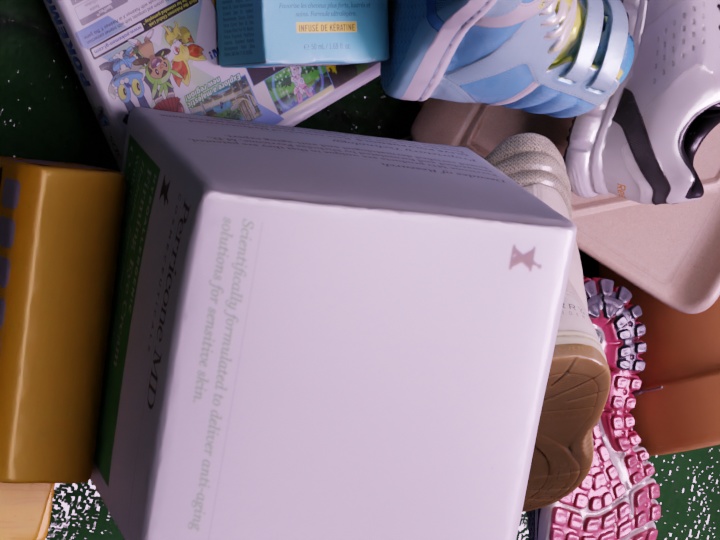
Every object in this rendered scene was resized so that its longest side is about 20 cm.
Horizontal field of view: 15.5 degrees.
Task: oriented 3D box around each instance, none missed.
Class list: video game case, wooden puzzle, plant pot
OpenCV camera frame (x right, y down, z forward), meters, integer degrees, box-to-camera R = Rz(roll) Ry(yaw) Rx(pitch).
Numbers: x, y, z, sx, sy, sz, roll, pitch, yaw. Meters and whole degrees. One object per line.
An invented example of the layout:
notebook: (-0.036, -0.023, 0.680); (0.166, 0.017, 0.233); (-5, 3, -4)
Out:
video game case: (-0.075, -0.158, 1.413); (0.200, 0.022, 0.183); (-32, 108, -29)
wooden puzzle: (0.154, -0.099, 1.522); (0.200, 0.037, 0.185); (31, 79, -1)
plant pot: (0.228, 0.017, 1.603); (0.200, 0.200, 0.140); (-17, 92, -34)

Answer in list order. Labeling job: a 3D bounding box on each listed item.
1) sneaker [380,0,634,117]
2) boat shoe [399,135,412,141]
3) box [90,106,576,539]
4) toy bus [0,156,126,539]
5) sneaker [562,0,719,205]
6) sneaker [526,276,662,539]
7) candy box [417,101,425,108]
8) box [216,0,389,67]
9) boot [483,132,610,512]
sneaker: (0.097, -0.143, 1.369); (0.130, 0.200, 0.080); (9, 69, -15)
boat shoe: (0.000, 0.000, 1.493); (0.200, 0.057, 0.067); (-46, 122, -22)
box: (-0.023, 0.040, 1.340); (0.199, 0.171, 0.200); (5, 105, -20)
toy bus: (-0.172, 0.044, 1.353); (0.065, 0.078, 0.201); (4, 96, -37)
sneaker: (0.181, -0.127, 1.465); (0.074, 0.080, 0.201); (25, 82, -66)
sneaker: (0.125, 0.101, 1.542); (0.080, 0.075, 0.201); (-2, 95, -32)
candy box: (0.081, -0.118, 1.554); (0.102, 0.026, 0.200); (-50, 123, -16)
box: (-0.033, -0.208, 1.397); (0.082, 0.049, 0.201); (-5, 94, -34)
boot: (0.085, 0.034, 1.457); (0.072, 0.200, 0.155); (-2, 59, -11)
